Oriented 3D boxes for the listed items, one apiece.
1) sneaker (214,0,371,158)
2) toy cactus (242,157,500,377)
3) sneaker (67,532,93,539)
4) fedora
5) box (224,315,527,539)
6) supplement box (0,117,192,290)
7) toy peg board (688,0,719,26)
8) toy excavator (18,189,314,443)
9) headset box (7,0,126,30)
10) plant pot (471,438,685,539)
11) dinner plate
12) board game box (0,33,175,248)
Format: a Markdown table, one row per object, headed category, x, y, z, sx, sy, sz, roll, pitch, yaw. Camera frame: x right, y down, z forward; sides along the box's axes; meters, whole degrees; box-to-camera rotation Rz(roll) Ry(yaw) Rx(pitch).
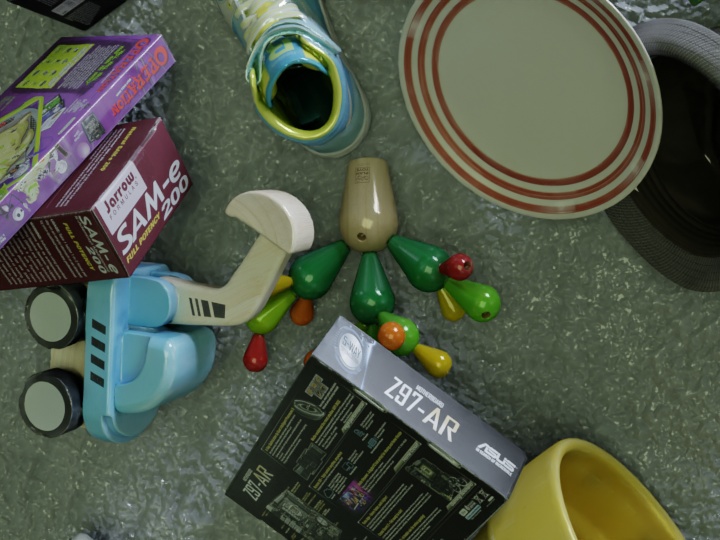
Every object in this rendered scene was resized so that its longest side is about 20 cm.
| category | x | y | z | sx | sy | sz | roll | pitch | yaw |
| --- | --- | --- | --- | --- | --- | --- | --- | --- | --- |
| sneaker | -0.060 | -0.175 | 0.779 | 0.079 | 0.131 | 0.202 | -32 | 90 | 9 |
| toy cactus | 0.000 | 0.000 | 0.808 | 0.197 | 0.102 | 0.168 | -8 | 76 | 28 |
| sneaker | -0.148 | 0.269 | 0.865 | 0.199 | 0.074 | 0.087 | 41 | 86 | -5 |
| fedora | 0.243 | -0.091 | 0.750 | 0.090 | 0.201 | 0.177 | -29 | 57 | -19 |
| box | 0.003 | 0.147 | 0.786 | 0.159 | 0.044 | 0.201 | 35 | 135 | 4 |
| supplement box | -0.231 | -0.043 | 0.785 | 0.197 | 0.110 | 0.061 | -6 | 128 | 27 |
| toy peg board | 0.303 | -0.166 | 0.704 | 0.097 | 0.199 | 0.201 | -37 | 90 | 4 |
| toy excavator | -0.133 | 0.034 | 0.799 | 0.197 | 0.100 | 0.198 | 7 | 98 | 18 |
| headset box | -0.246 | -0.283 | 0.781 | 0.077 | 0.149 | 0.202 | -31 | 90 | 7 |
| plant pot | 0.130 | 0.253 | 0.773 | 0.188 | 0.201 | 0.202 | -40 | 90 | 23 |
| dinner plate | 0.116 | -0.125 | 0.766 | 0.198 | 0.024 | 0.202 | 23 | 136 | 23 |
| board game box | -0.230 | -0.095 | 0.770 | 0.119 | 0.201 | 0.033 | 5 | 138 | 41 |
